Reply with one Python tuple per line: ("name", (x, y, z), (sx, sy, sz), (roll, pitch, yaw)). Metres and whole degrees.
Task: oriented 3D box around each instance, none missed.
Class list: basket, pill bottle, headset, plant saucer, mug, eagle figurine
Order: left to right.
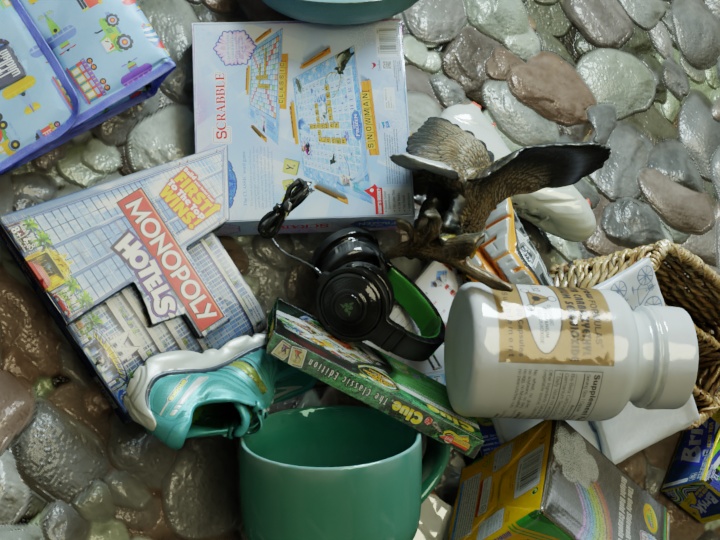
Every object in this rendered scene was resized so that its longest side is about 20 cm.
("plant saucer", (-0.019, -0.279, 1.377), (0.200, 0.200, 0.036), (-25, 131, -34))
("mug", (-0.009, 0.191, 1.211), (0.184, 0.152, 0.115), (-1, 104, -4))
("headset", (0.000, 0.000, 1.264), (0.200, 0.094, 0.124), (31, 22, -21))
("eagle figurine", (0.105, -0.075, 1.263), (0.152, 0.151, 0.200), (41, 59, -1))
("pill bottle", (0.180, 0.071, 1.234), (0.199, 0.114, 0.115), (3, 71, -11))
("basket", (0.290, 0.079, 1.415), (0.200, 0.149, 0.143), (33, 58, -37))

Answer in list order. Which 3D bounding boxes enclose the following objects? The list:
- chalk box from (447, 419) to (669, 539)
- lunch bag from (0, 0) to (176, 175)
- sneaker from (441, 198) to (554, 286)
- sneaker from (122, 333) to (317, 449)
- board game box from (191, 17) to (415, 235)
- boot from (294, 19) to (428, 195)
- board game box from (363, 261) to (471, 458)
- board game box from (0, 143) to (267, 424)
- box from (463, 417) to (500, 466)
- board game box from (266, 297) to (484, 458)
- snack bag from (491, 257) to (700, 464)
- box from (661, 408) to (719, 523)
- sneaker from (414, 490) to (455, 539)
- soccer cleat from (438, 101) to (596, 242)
("chalk box", (0.190, 0.250, 1.275), (0.200, 0.124, 0.125), (42, 36, -18))
("lunch bag", (-0.288, -0.181, 1.238), (0.200, 0.094, 0.151), (-34, 93, -22))
("sneaker", (0.138, -0.008, 1.388), (0.077, 0.078, 0.201), (24, 42, -53))
("sneaker", (-0.106, 0.109, 1.204), (0.200, 0.078, 0.080), (-12, 45, -46))
("board game box", (-0.055, -0.134, 1.327), (0.199, 0.041, 0.201), (-1, 72, -4))
("boot", (0.026, -0.176, 1.397), (0.174, 0.066, 0.201), (-1, 72, -6))
("board game box", (0.078, 0.074, 1.361), (0.126, 0.035, 0.200), (45, 49, -1))
("board game box", (-0.170, -0.008, 1.220), (0.200, 0.062, 0.200), (-35, 92, -18))
("box", (0.168, 0.218, 1.389), (0.121, 0.032, 0.201), (-6, 75, -32))
("board game box", (0.011, 0.091, 1.234), (0.199, 0.105, 0.024), (28, 100, -9))
("snack bag", (0.207, 0.108, 1.330), (0.199, 0.021, 0.189), (-25, 114, -10))
("box", (0.390, 0.163, 1.519), (0.064, 0.070, 0.200), (38, 58, -13))
("sneaker", (0.102, 0.264, 1.309), (0.200, 0.073, 0.085), (48, 59, -6))
("soccer cleat", (0.152, -0.088, 1.466), (0.200, 0.069, 0.078), (40, 48, -4))
